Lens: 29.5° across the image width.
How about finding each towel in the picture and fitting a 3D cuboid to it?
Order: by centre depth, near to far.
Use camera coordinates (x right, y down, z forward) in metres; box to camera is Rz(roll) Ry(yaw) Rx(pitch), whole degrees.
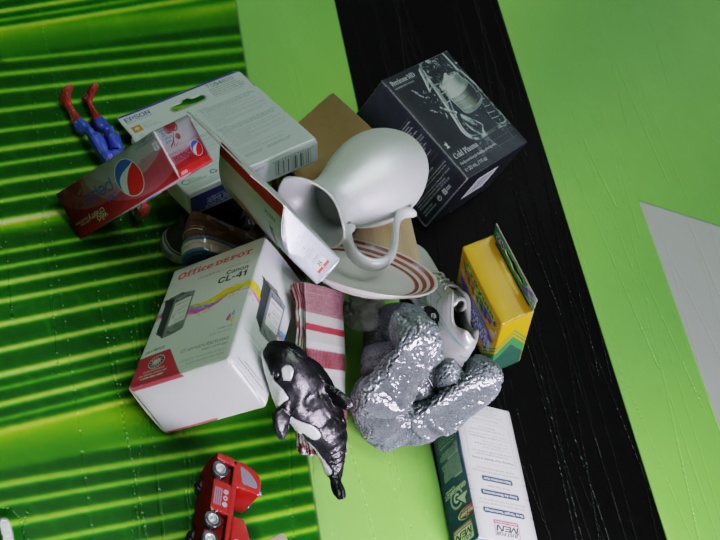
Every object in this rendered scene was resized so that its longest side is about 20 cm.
[{"bbox_3d":[-0.048,0.119,1.638,0.144,0.022,0.203,19,68,-70],"label":"towel"}]

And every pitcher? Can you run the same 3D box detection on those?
[{"bbox_3d":[0.015,-0.090,1.762,0.172,0.122,0.199,45,47,14],"label":"pitcher"}]

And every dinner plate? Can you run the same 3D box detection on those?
[{"bbox_3d":[0.000,0.000,1.723,0.197,0.025,0.201,13,20,-5],"label":"dinner plate"}]

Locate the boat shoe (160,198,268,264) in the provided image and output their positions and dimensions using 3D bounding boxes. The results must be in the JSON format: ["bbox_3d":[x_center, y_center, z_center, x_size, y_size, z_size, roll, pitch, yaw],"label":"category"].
[{"bbox_3d":[-0.171,-0.064,1.767,0.199,0.066,0.070,-15,66,-46],"label":"boat shoe"}]

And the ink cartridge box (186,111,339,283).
[{"bbox_3d":[-0.124,-0.083,1.602,0.162,0.050,0.200,45,3,42],"label":"ink cartridge box"}]

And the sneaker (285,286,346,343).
[{"bbox_3d":[-0.083,0.062,1.727,0.084,0.073,0.200,36,36,2],"label":"sneaker"}]

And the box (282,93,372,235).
[{"bbox_3d":[-0.027,-0.148,1.887,0.163,0.021,0.200,43,39,-1],"label":"box"}]

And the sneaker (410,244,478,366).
[{"bbox_3d":[0.115,0.039,1.910,0.070,0.080,0.202,0,54,-37],"label":"sneaker"}]

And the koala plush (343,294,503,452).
[{"bbox_3d":[0.053,0.111,1.757,0.176,0.184,0.201,34,19,-29],"label":"koala plush"}]

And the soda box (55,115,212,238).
[{"bbox_3d":[-0.269,-0.109,1.615,0.070,0.199,0.064,-36,98,-50],"label":"soda box"}]

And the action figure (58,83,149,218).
[{"bbox_3d":[-0.304,-0.164,1.724,0.065,0.099,0.202,-12,67,-45],"label":"action figure"}]

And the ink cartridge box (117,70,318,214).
[{"bbox_3d":[-0.188,-0.170,1.790,0.198,0.041,0.200,-25,48,-24],"label":"ink cartridge box"}]

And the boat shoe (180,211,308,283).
[{"bbox_3d":[-0.138,-0.021,1.708,0.199,0.072,0.073,27,50,-44],"label":"boat shoe"}]

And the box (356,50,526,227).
[{"bbox_3d":[0.115,-0.204,2.090,0.197,0.124,0.199,48,40,8],"label":"box"}]

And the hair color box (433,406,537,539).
[{"bbox_3d":[0.156,0.271,1.754,0.099,0.061,0.202,16,47,-29],"label":"hair color box"}]

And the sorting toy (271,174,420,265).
[{"bbox_3d":[-0.027,-0.071,1.892,0.197,0.070,0.202,14,47,-31],"label":"sorting toy"}]

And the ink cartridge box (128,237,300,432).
[{"bbox_3d":[-0.165,0.074,1.578,0.086,0.146,0.202,53,32,-33],"label":"ink cartridge box"}]

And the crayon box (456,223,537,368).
[{"bbox_3d":[0.181,0.041,1.876,0.051,0.201,0.127,-20,65,-11],"label":"crayon box"}]

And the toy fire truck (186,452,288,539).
[{"bbox_3d":[-0.120,0.309,1.498,0.140,0.049,0.202,26,42,-21],"label":"toy fire truck"}]

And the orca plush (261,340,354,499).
[{"bbox_3d":[-0.041,0.164,1.524,0.105,0.070,0.203,-35,114,-52],"label":"orca plush"}]
